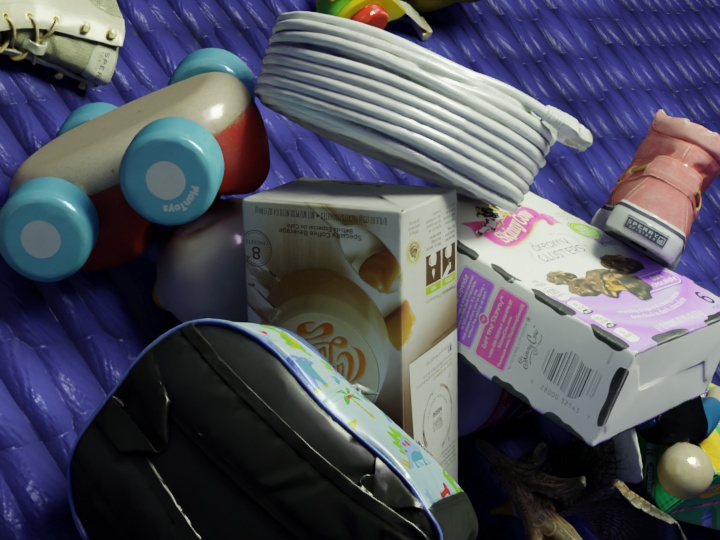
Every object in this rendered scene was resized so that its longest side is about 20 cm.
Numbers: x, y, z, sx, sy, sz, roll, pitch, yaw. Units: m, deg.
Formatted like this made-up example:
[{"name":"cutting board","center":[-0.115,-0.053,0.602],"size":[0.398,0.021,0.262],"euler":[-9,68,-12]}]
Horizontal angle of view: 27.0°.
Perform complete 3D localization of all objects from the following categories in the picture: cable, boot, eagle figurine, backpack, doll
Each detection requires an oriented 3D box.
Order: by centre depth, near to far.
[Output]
[{"name":"backpack","center":[-0.055,0.132,0.850],"size":[0.200,0.183,0.147],"euler":[45,11,12]},{"name":"cable","center":[0.027,-0.103,0.978],"size":[0.199,0.070,0.200],"euler":[21,2,-29]},{"name":"eagle figurine","center":[0.163,0.154,1.077],"size":[0.150,0.153,0.199],"euler":[15,5,40]},{"name":"boot","center":[-0.247,-0.169,1.083],"size":[0.154,0.072,0.201],"euler":[24,37,-28]},{"name":"doll","center":[0.223,0.078,1.114],"size":[0.136,0.048,0.201],"euler":[23,41,-35]}]

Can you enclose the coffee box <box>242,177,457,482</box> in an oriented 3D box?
[{"name":"coffee box","center":[-0.004,0.049,0.945],"size":[0.114,0.202,0.080],"euler":[5,16,27]}]

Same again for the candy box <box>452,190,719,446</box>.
[{"name":"candy box","center":[0.127,0.020,1.007],"size":[0.199,0.072,0.167],"euler":[32,26,28]}]

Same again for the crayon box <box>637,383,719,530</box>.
[{"name":"crayon box","center":[0.275,0.145,1.220],"size":[0.200,0.058,0.119],"euler":[23,32,-53]}]

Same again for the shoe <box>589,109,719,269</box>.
[{"name":"shoe","center":[0.218,-0.056,1.075],"size":[0.071,0.091,0.200],"euler":[30,3,7]}]

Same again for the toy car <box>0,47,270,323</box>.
[{"name":"toy car","center":[-0.118,-0.015,1.003],"size":[0.201,0.176,0.185],"euler":[62,14,-20]}]

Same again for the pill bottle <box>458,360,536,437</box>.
[{"name":"pill bottle","center":[0.109,0.058,1.148],"size":[0.199,0.113,0.113],"euler":[-9,58,-49]}]

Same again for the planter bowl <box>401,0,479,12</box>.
[{"name":"planter bowl","center":[0.055,-0.329,1.550],"size":[0.199,0.084,0.201],"euler":[26,37,-22]}]

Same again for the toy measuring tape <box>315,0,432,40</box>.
[{"name":"toy measuring tape","center":[0.007,-0.245,1.448],"size":[0.074,0.073,0.200],"euler":[56,14,20]}]
